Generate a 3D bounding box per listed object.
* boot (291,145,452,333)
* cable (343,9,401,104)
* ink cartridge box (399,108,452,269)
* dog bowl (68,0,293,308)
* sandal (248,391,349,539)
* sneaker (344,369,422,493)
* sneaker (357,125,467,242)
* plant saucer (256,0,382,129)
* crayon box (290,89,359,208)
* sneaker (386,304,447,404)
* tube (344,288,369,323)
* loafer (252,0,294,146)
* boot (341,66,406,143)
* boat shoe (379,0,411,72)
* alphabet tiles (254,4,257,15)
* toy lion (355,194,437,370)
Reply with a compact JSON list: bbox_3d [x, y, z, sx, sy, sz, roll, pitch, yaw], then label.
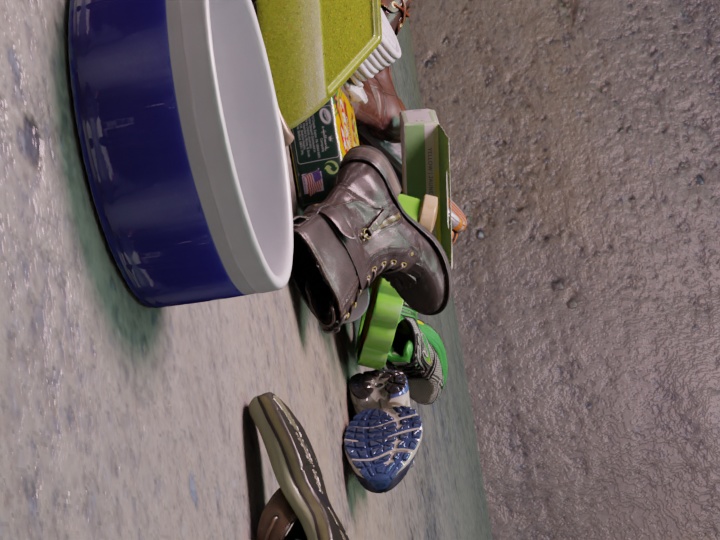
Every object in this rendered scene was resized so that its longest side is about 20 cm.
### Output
[{"bbox_3d":[0.000,0.000,1.572,0.201,0.069,0.174,59,36,-22],"label":"boot"},{"bbox_3d":[-0.029,-0.286,1.755,0.201,0.069,0.200,68,8,24],"label":"cable"},{"bbox_3d":[0.071,-0.091,1.906,0.200,0.048,0.147,-90,178,-76],"label":"ink cartridge box"},{"bbox_3d":[-0.098,-0.082,0.984,0.200,0.078,0.202,-10,90,-83],"label":"dog bowl"},{"bbox_3d":[-0.045,0.178,1.182,0.080,0.057,0.202,60,6,-55],"label":"sandal"},{"bbox_3d":[0.028,0.174,1.705,0.200,0.076,0.086,-83,166,-67],"label":"sneaker"},{"bbox_3d":[0.023,-0.086,2.058,0.200,0.112,0.078,48,15,12],"label":"sneaker"},{"bbox_3d":[-0.029,-0.245,1.549,0.200,0.048,0.201,-54,146,-52],"label":"plant saucer"},{"bbox_3d":[-0.030,-0.114,1.733,0.200,0.050,0.128,41,39,-80],"label":"crayon box"},{"bbox_3d":[0.047,0.093,2.042,0.086,0.078,0.201,-84,155,-45],"label":"sneaker"},{"bbox_3d":[-0.015,0.011,1.726,0.200,0.050,0.078,-83,173,-82],"label":"tube"},{"bbox_3d":[-0.093,-0.178,1.236,0.072,0.062,0.201,-21,102,-83],"label":"loafer"},{"bbox_3d":[-0.022,-0.237,1.965,0.187,0.064,0.200,58,16,17],"label":"boot"},{"bbox_3d":[0.021,-0.298,1.931,0.071,0.070,0.201,66,17,-48],"label":"boat shoe"},{"bbox_3d":[-0.064,-0.310,1.537,0.200,0.006,0.167,44,70,-79],"label":"alphabet tiles"},{"bbox_3d":[0.025,0.025,1.802,0.200,0.068,0.193,107,-5,-55],"label":"toy lion"}]
